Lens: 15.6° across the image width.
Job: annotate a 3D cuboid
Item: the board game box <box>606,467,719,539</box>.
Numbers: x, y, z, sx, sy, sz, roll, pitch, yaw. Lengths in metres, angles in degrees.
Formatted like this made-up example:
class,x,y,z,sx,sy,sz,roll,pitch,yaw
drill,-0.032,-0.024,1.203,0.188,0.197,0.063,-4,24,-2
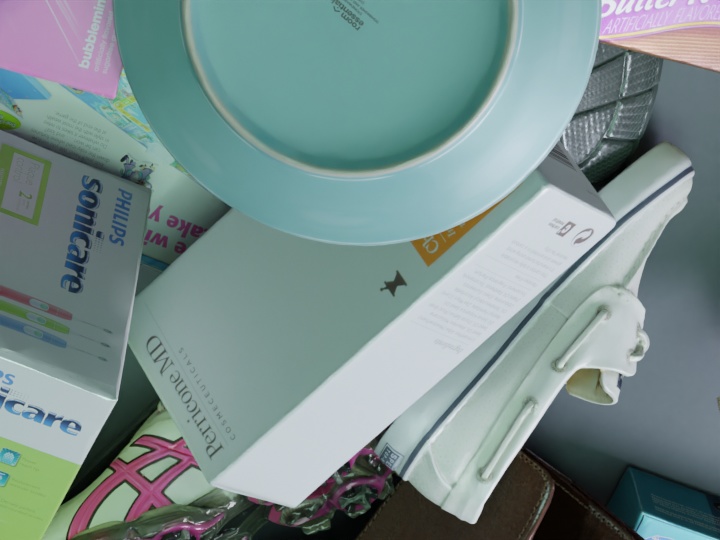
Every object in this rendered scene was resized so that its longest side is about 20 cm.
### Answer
class,x,y,z,sx,sy,sz,roll,pitch,yaw
board game box,0.162,0.214,1.341,0.151,0.047,0.200,20,113,-13

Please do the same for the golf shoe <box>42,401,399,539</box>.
class,x,y,z,sx,sy,sz,roll,pitch,yaw
golf shoe,-0.078,0.097,1.253,0.199,0.092,0.073,-24,145,6

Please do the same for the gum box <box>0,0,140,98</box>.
class,x,y,z,sx,sy,sz,roll,pitch,yaw
gum box,-0.132,-0.184,1.090,0.113,0.066,0.201,14,98,-11

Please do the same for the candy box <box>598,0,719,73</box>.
class,x,y,z,sx,sy,sz,roll,pitch,yaw
candy box,0.158,-0.146,1.118,0.200,0.056,0.117,11,111,-34

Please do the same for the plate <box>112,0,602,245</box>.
class,x,y,z,sx,sy,sz,roll,pitch,yaw
plate,-0.003,-0.106,1.054,0.199,0.026,0.201,2,103,7

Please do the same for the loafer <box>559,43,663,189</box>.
class,x,y,z,sx,sy,sz,roll,pitch,yaw
loafer,0.093,-0.135,1.168,0.072,0.063,0.201,-21,125,-29

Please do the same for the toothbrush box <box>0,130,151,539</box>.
class,x,y,z,sx,sy,sz,roll,pitch,yaw
toothbrush box,-0.172,0.063,1.168,0.086,0.146,0.200,22,127,-14

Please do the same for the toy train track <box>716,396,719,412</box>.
class,x,y,z,sx,sy,sz,roll,pitch,yaw
toy train track,0.265,0.053,1.243,0.199,0.115,0.033,-13,91,-17

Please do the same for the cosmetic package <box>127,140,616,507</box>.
class,x,y,z,sx,sy,sz,roll,pitch,yaw
cosmetic package,0.000,0.000,1.146,0.200,0.102,0.071,-43,150,16

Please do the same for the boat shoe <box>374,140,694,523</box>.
class,x,y,z,sx,sy,sz,roll,pitch,yaw
boat shoe,0.096,0.031,1.195,0.070,0.071,0.200,41,76,7

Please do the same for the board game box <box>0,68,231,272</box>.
class,x,y,z,sx,sy,sz,roll,pitch,yaw
board game box,-0.086,-0.070,1.192,0.199,0.034,0.135,22,112,-14

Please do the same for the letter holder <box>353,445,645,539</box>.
class,x,y,z,sx,sy,sz,roll,pitch,yaw
letter holder,0.053,0.191,1.225,0.200,0.142,0.101,-53,135,1
